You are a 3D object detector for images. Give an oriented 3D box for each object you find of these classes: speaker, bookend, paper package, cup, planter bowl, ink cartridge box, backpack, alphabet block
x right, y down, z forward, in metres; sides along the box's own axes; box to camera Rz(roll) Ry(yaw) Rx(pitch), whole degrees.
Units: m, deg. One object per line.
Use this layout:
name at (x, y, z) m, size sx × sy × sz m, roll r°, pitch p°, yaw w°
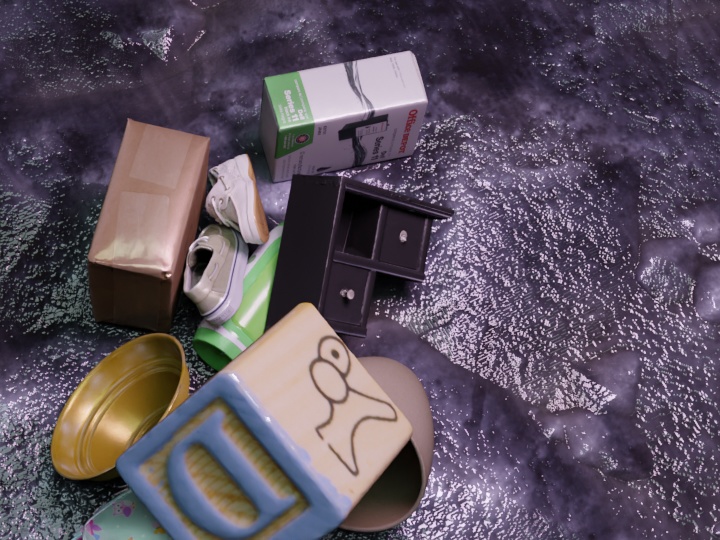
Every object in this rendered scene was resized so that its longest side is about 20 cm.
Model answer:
speaker at (-0.120, 0.033, 1.735) m, size 0.088 × 0.088 × 0.200 m, roll 31°, pitch 64°, yaw 9°
bookend at (0.000, 0.000, 1.723) m, size 0.199 × 0.092 × 0.200 m, roll 14°, pitch 85°, yaw -43°
paper package at (-0.255, -0.049, 1.700) m, size 0.103 × 0.191 × 0.200 m, roll 12°, pitch 64°, yaw -3°
cup at (0.005, 0.179, 1.635) m, size 0.200 × 0.200 × 0.143 m, roll 28°, pitch 37°, yaw 7°
planter bowl at (-0.255, 0.177, 1.626) m, size 0.200 × 0.083 × 0.201 m, roll -27°, pitch 36°, yaw 22°
ink cartridge box at (-0.024, -0.198, 1.826) m, size 0.200 × 0.147 × 0.083 m, roll -13°, pitch 68°, yaw -12°
backpack at (-0.206, 0.306, 1.556) m, size 0.176 × 0.153 × 0.200 m, roll 42°, pitch 58°, yaw 17°
alphabet block at (-0.096, 0.184, 1.468) m, size 0.195 × 0.196 × 0.200 m, roll 52°, pitch 30°, yaw -1°

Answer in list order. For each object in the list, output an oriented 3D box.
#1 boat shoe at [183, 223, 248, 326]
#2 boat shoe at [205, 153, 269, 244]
boat shoe at (-0.179, -0.010, 1.710) m, size 0.072 × 0.062 × 0.200 m, roll -34°, pitch 28°, yaw 11°
boat shoe at (-0.158, -0.081, 1.761) m, size 0.069 × 0.071 × 0.200 m, roll -14°, pitch 26°, yaw -4°
